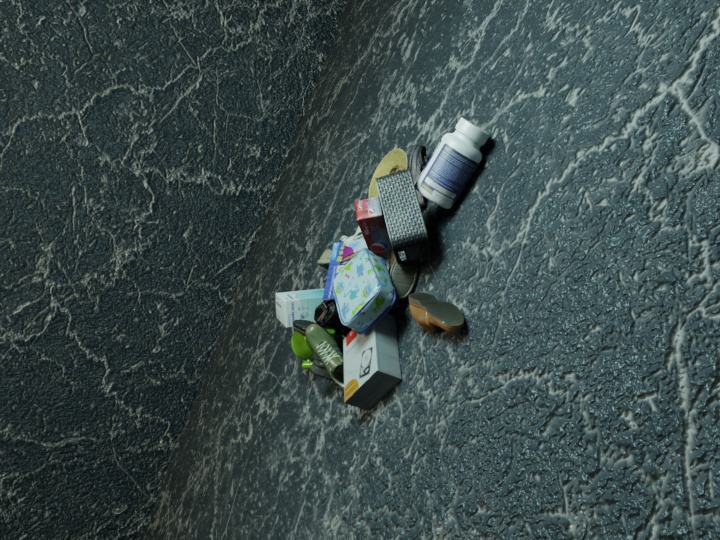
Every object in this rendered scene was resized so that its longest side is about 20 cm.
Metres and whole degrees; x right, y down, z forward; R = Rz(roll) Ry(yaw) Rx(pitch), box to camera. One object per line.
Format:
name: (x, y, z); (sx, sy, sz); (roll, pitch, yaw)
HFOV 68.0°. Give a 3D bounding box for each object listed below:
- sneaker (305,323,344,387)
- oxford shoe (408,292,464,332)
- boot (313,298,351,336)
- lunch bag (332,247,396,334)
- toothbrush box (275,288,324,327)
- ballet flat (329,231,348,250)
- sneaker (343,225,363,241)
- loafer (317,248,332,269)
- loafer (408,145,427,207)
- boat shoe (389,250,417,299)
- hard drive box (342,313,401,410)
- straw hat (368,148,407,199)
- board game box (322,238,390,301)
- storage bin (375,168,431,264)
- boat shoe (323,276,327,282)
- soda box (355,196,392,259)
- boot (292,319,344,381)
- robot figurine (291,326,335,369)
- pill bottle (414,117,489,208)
sneaker: (-0.074, 0.235, 1.440); (0.067, 0.202, 0.090); (-34, 12, -8)
oxford shoe: (0.170, 0.107, 1.188); (0.200, 0.070, 0.073); (-148, 54, -67)
boot: (-0.058, 0.137, 1.511); (0.199, 0.166, 0.078); (-19, 56, 61)
lunch bag: (0.005, 0.052, 1.370); (0.161, 0.082, 0.201); (-46, 34, 19)
toothbrush box: (-0.155, 0.112, 1.664); (0.146, 0.197, 0.087); (-161, 69, -67)
ballet flat: (-0.067, -0.072, 1.845); (0.073, 0.073, 0.201); (-47, 10, 40)
sneaker: (-0.007, -0.071, 1.712); (0.201, 0.075, 0.089); (-54, 33, 39)
loafer: (-0.061, -0.039, 1.687); (0.198, 0.075, 0.069); (5, 73, 44)
loafer: (0.173, -0.264, 1.514); (0.062, 0.072, 0.203); (-1, 70, 35)
boat shoe: (0.114, -0.015, 1.413); (0.068, 0.071, 0.203); (98, 180, -71)
hard drive box: (0.025, 0.225, 1.365); (0.156, 0.076, 0.202); (-51, 28, 34)
straw hat: (0.112, -0.260, 1.603); (0.201, 0.084, 0.204); (-42, 38, 43)
board game box: (0.000, 0.000, 1.533); (0.197, 0.041, 0.203); (-7, 56, 23)
storage bin: (0.109, -0.134, 1.339); (0.135, 0.092, 0.203); (60, -164, -69)
boat shoe: (-0.075, 0.025, 1.752); (0.061, 0.076, 0.200); (-50, 14, -9)
soda box: (0.041, -0.107, 1.423); (0.201, 0.069, 0.064); (67, -165, -56)
boot: (-0.127, 0.235, 1.545); (0.070, 0.198, 0.133); (-20, -48, -63)
robot figurine: (-0.152, 0.225, 1.710); (0.199, 0.114, 0.178); (-28, 57, 58)
pill bottle: (0.228, -0.264, 1.312); (0.202, 0.110, 0.111); (-59, 24, 20)
